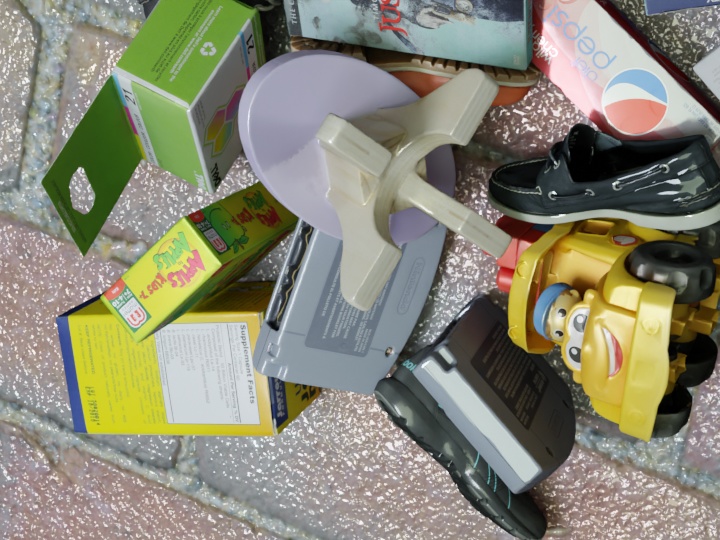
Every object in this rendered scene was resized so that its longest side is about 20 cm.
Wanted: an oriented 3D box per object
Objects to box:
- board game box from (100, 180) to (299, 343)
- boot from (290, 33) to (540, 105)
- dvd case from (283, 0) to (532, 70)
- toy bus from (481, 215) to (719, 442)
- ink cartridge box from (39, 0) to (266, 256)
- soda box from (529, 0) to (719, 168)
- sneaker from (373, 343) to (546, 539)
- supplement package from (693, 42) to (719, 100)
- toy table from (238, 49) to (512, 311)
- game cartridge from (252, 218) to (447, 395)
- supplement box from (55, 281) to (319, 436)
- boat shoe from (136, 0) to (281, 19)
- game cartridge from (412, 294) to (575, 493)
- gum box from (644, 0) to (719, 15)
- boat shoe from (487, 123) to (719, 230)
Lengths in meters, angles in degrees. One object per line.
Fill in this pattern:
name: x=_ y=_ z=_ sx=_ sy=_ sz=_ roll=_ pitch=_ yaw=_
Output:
board game box: x=-0.118 y=-0.016 z=1.031 sx=0.101 sy=0.200 sz=0.048 roll=-41 pitch=89 yaw=23
boot: x=0.046 y=-0.139 z=1.023 sx=0.197 sy=0.075 sz=0.108 roll=4 pitch=124 yaw=13
dvd case: x=0.029 y=-0.225 z=0.929 sx=0.198 sy=0.022 sz=0.147 roll=14 pitch=137 yaw=20
toy bus: x=0.172 y=0.015 z=0.943 sx=0.190 sy=0.200 sz=0.137 roll=16 pitch=118 yaw=20
ink cartridge box: x=-0.155 y=-0.106 z=1.002 sx=0.075 sy=0.148 sz=0.201 roll=25 pitch=71 yaw=10
soda box: x=0.188 y=-0.156 z=0.964 sx=0.200 sy=0.063 sz=0.070 roll=45 pitch=113 yaw=3
sneaker: x=0.101 y=0.147 z=1.065 sx=0.079 sy=0.075 sz=0.200 roll=-45 pitch=106 yaw=-12
supplement package: x=0.353 y=-0.117 z=0.863 sx=0.121 sy=0.120 sz=0.200 roll=-40 pitch=88 yaw=-19
toy table: x=0.016 y=-0.073 z=0.920 sx=0.117 sy=0.198 sz=0.186 roll=34 pitch=105 yaw=54
game cartridge: x=0.000 y=0.000 z=1.034 sx=0.040 sy=0.132 sz=0.202 roll=34 pitch=106 yaw=55
supplement box: x=-0.149 y=0.076 z=1.115 sx=0.198 sy=0.109 sz=0.110 roll=-1 pitch=104 yaw=20
boat shoe: x=-0.096 y=-0.236 z=1.037 sx=0.198 sy=0.074 sz=0.061 roll=-8 pitch=103 yaw=22
game cartridge: x=0.111 y=0.095 z=0.980 sx=0.041 sy=0.200 sz=0.134 roll=-37 pitch=90 yaw=19
gum box: x=0.275 y=-0.257 z=0.840 sx=0.168 sy=0.201 sz=0.045 roll=-3 pitch=138 yaw=20
boat shoe: x=0.171 y=-0.075 z=0.921 sx=0.198 sy=0.074 sz=0.067 roll=12 pitch=132 yaw=46
